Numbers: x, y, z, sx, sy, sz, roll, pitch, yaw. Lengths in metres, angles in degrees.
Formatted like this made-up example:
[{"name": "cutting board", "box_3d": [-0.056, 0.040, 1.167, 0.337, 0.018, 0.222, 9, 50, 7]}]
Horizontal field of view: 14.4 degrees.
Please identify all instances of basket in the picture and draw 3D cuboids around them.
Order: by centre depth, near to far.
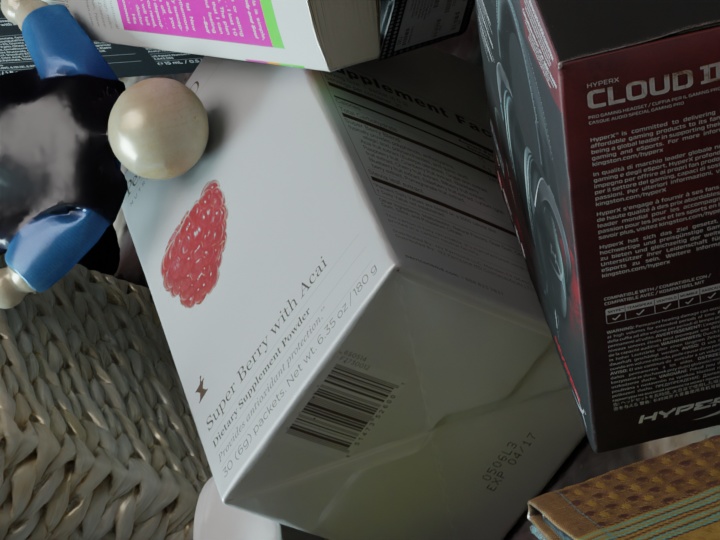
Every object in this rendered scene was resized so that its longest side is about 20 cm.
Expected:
[{"name": "basket", "box_3d": [-0.157, 0.113, 1.243, 0.199, 0.160, 0.200, -56, 35, 18]}]

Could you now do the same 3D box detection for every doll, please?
[{"name": "doll", "box_3d": [-0.142, -0.049, 1.155, 0.199, 0.048, 0.137, -8, 71, 40]}]

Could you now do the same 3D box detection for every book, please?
[{"name": "book", "box_3d": [-0.072, -0.150, 1.096, 0.200, 0.048, 0.134, 14, 116, 52]}]

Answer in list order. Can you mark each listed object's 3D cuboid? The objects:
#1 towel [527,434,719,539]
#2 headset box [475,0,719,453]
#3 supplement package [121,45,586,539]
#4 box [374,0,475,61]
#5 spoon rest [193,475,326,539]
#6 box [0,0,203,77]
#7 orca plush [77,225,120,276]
[{"name": "towel", "box_3d": [0.154, 0.091, 0.822, 0.200, 0.146, 0.022, -141, 39, -59]}, {"name": "headset box", "box_3d": [0.087, -0.064, 0.951, 0.200, 0.077, 0.149, 79, 176, -46]}, {"name": "supplement package", "box_3d": [0.000, 0.000, 1.107, 0.121, 0.119, 0.200, -54, 34, 23]}, {"name": "box", "box_3d": [0.000, -0.204, 1.063, 0.160, 0.044, 0.200, 54, 148, 30]}, {"name": "spoon rest", "box_3d": [-0.043, 0.117, 1.078, 0.060, 0.200, 0.100, -2, 103, 19]}, {"name": "box", "box_3d": [-0.111, -0.152, 1.271, 0.199, 0.141, 0.079, -2, 67, 22]}, {"name": "orca plush", "box_3d": [-0.159, 0.056, 1.366, 0.071, 0.105, 0.200, 46, 111, 22]}]
